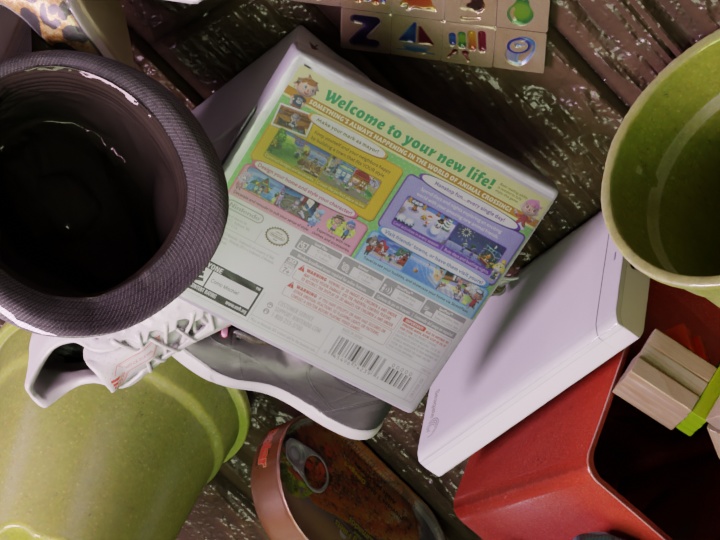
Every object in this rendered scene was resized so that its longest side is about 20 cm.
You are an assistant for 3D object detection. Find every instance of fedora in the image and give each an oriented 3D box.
[{"bbox_3d":[-0.176,-0.039,1.537,0.200,0.177,0.090,41,166,13],"label":"fedora"}]

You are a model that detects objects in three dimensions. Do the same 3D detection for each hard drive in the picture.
[{"bbox_3d":[0.118,0.041,1.657,0.027,0.132,0.200,34,132,-20],"label":"hard drive"}]

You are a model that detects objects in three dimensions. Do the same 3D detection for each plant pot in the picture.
[{"bbox_3d":[-0.198,0.155,1.789,0.200,0.184,0.200,10,140,8],"label":"plant pot"},{"bbox_3d":[0.280,-0.028,1.527,0.200,0.200,0.184,-19,137,29],"label":"plant pot"},{"bbox_3d":[0.184,0.133,1.700,0.200,0.200,0.176,41,141,-23],"label":"plant pot"}]

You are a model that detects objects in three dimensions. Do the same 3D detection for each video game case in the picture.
[{"bbox_3d":[-0.003,-0.024,1.583,0.200,0.022,0.182,27,107,-18],"label":"video game case"}]

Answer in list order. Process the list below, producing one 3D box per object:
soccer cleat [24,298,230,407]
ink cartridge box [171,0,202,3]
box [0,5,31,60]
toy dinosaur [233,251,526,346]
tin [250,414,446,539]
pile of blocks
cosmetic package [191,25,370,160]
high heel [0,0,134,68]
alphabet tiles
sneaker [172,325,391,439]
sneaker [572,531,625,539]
[{"bbox_3d":[-0.143,0.039,1.656,0.200,0.085,0.069,-18,127,30],"label":"soccer cleat"},{"bbox_3d":[-0.180,-0.260,1.486,0.200,0.044,0.174,9,101,2],"label":"ink cartridge box"},{"bbox_3d":[-0.305,-0.083,1.665,0.152,0.106,0.200,10,134,4],"label":"box"},{"bbox_3d":[0.000,0.000,1.661,0.200,0.077,0.102,-5,157,-33],"label":"toy dinosaur"},{"bbox_3d":[-0.007,0.191,1.848,0.042,0.112,0.200,-25,122,33],"label":"tin"},{"bbox_3d":[0.255,0.086,1.531,0.200,0.062,0.082,26,162,26],"label":"pile of blocks"},{"bbox_3d":[-0.073,-0.064,1.649,0.101,0.071,0.200,38,130,-21],"label":"cosmetic package"},{"bbox_3d":[-0.237,-0.174,1.578,0.143,0.071,0.200,-24,107,25],"label":"high heel"},{"bbox_3d":[0.021,-0.200,1.539,0.200,0.008,0.167,8,135,7],"label":"alphabet tiles"},{"bbox_3d":[-0.051,0.041,1.751,0.200,0.071,0.099,25,130,-15],"label":"sneaker"},{"bbox_3d":[0.141,0.198,1.596,0.200,0.079,0.096,2,134,27],"label":"sneaker"}]
